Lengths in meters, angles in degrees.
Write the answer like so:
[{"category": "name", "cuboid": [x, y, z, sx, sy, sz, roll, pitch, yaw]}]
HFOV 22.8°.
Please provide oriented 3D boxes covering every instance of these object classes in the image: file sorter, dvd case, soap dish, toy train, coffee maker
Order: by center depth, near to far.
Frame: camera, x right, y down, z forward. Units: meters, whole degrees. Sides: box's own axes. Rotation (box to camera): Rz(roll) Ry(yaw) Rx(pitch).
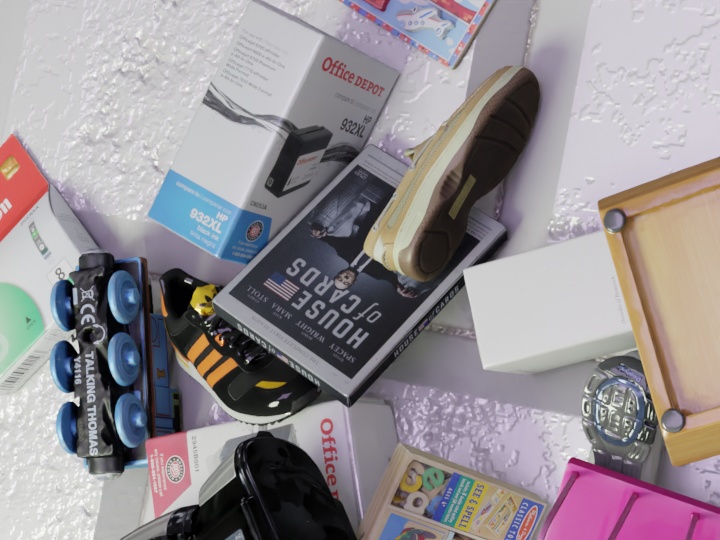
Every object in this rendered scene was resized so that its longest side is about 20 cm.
[{"category": "soap dish", "cuboid": [0.254, 0.019, 1.226, 0.157, 0.081, 0.200, -20, 78, 25]}, {"category": "file sorter", "cuboid": [0.213, 0.247, 1.266, 0.200, 0.125, 0.139, 18, 111, 13]}, {"category": "coffee maker", "cuboid": [-0.096, 0.252, 1.369, 0.200, 0.135, 0.192, -37, 86, 30]}, {"category": "dvd case", "cuboid": [0.000, 0.000, 1.452, 0.150, 0.025, 0.200, 33, 66, 26]}, {"category": "toy train", "cuboid": [-0.212, 0.083, 1.554, 0.087, 0.114, 0.200, -8, 80, 21]}]

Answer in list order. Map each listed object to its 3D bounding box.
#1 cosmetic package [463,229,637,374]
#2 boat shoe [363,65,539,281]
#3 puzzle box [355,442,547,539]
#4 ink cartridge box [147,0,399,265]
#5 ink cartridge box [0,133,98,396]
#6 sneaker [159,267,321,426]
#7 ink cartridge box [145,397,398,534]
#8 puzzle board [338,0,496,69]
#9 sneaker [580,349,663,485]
[{"category": "cosmetic package", "cuboid": [0.193, 0.016, 1.362, 0.200, 0.108, 0.085, -18, 77, 25]}, {"category": "boat shoe", "cuboid": [0.068, -0.088, 1.439, 0.076, 0.072, 0.200, 21, 68, 39]}, {"category": "puzzle box", "cuboid": [0.048, 0.247, 1.399, 0.200, 0.133, 0.025, -66, 23, 5]}, {"category": "ink cartridge box", "cuboid": [-0.070, -0.107, 1.489, 0.084, 0.145, 0.200, 29, 97, 27]}, {"category": "ink cartridge box", "cuboid": [-0.335, -0.008, 1.667, 0.161, 0.050, 0.200, -45, 68, 15]}, {"category": "sneaker", "cuboid": [-0.111, 0.058, 1.479, 0.070, 0.090, 0.200, -35, 33, -20]}, {"category": "ink cartridge box", "cuboid": [-0.068, 0.193, 1.484, 0.200, 0.085, 0.146, -13, 78, 23]}, {"category": "puzzle board", "cuboid": [0.041, -0.283, 1.530, 0.200, 0.017, 0.151, 35, 99, 26]}, {"category": "sneaker", "cuboid": [0.202, 0.153, 1.360, 0.074, 0.087, 0.200, 18, 111, 21]}]
